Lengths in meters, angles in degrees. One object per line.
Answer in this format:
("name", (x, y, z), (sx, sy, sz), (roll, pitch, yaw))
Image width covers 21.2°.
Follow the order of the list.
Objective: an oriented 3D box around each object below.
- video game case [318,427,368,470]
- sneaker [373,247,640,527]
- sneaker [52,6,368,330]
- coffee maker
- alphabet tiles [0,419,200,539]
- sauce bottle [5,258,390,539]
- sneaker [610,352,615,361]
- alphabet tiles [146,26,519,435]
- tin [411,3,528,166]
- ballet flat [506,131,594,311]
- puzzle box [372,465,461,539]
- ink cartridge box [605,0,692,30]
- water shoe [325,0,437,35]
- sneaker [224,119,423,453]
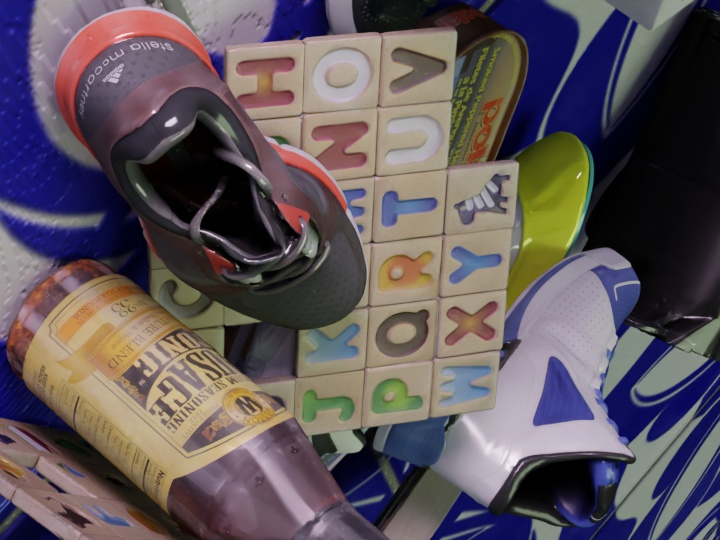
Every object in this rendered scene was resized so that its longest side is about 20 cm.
("video game case", (-0.067, 0.139, 1.019), (0.143, 0.019, 0.200), (-37, 171, -31))
("sneaker", (0.105, 0.078, 1.041), (0.199, 0.115, 0.081), (-35, 159, -44))
("sneaker", (-0.049, -0.017, 0.755), (0.077, 0.082, 0.200), (-39, 140, 5))
("coffee maker", (0.229, -0.051, 1.202), (0.192, 0.134, 0.201), (-46, 160, -82))
("alphabet tiles", (-0.077, 0.114, 0.787), (0.008, 0.200, 0.167), (-59, 158, 2))
("sauce bottle", (-0.058, 0.073, 0.779), (0.066, 0.200, 0.066), (-43, 156, -25))
("sneaker", (0.122, 0.058, 1.262), (0.074, 0.082, 0.200), (-52, 160, -4))
("alphabet tiles", (-0.011, -0.010, 0.840), (0.167, 0.008, 0.201), (-7, 123, -15))
("tin", (0.023, -0.045, 0.975), (0.112, 0.042, 0.200), (-23, 144, -43))
("ballet flat", (0.066, 0.007, 1.111), (0.067, 0.067, 0.200), (4, 126, -37))
("puzzle box", (0.024, 0.153, 1.143), (0.133, 0.025, 0.200), (-54, 177, 42))
("ink cartridge box", (0.171, -0.204, 0.982), (0.200, 0.067, 0.117), (-36, 153, -34))
("water shoe", (0.056, -0.166, 0.801), (0.071, 0.079, 0.200), (-4, 128, -61))
("sneaker", (0.000, 0.000, 0.900), (0.087, 0.076, 0.200), (17, 119, -18))
